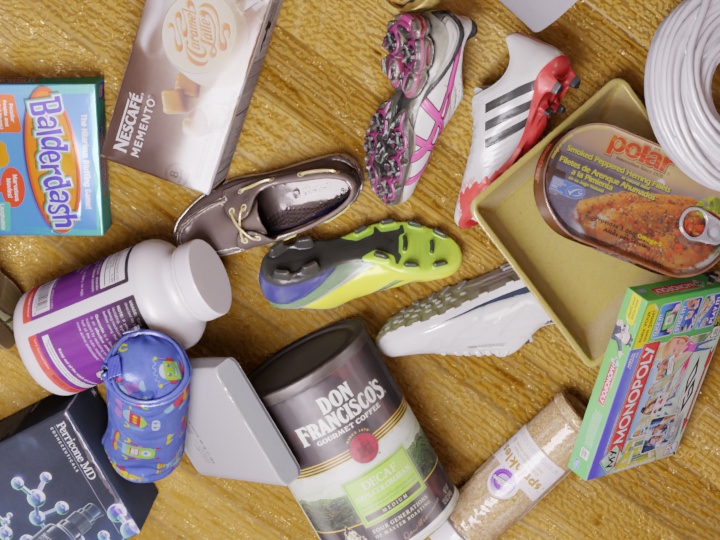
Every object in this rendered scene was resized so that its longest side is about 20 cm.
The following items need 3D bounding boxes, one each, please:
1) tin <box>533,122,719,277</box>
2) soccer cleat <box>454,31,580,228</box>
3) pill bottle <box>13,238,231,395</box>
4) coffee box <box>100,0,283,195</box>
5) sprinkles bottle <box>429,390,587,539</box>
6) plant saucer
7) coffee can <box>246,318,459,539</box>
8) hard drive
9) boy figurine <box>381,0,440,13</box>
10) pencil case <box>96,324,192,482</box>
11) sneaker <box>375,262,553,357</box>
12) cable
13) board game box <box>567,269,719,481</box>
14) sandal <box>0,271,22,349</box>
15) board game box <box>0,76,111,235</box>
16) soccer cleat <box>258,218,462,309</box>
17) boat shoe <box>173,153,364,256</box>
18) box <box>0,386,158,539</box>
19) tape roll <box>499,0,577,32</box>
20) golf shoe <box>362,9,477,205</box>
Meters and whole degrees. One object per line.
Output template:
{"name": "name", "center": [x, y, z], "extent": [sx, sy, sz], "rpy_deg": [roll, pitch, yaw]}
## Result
{"name": "tin", "center": [0.253, -0.065, 1.558], "extent": [0.199, 0.042, 0.112], "rpy_deg": [21, 88, -16]}
{"name": "soccer cleat", "center": [0.132, -0.132, 1.598], "extent": [0.085, 0.069, 0.200], "rpy_deg": [42, 122, 25]}
{"name": "pill bottle", "center": [-0.228, 0.040, 1.624], "extent": [0.199, 0.112, 0.113], "rpy_deg": [-21, 104, 20]}
{"name": "coffee box", "center": [-0.157, -0.187, 1.585], "extent": [0.114, 0.080, 0.201], "rpy_deg": [21, 105, 2]}
{"name": "sprinkles bottle", "center": [0.154, 0.210, 1.687], "extent": [0.068, 0.068, 0.200], "rpy_deg": [42, 103, -8]}
{"name": "plant saucer", "center": [0.223, -0.045, 1.593], "extent": [0.200, 0.048, 0.200], "rpy_deg": [-40, 101, -12]}
{"name": "coffee can", "center": [-0.012, 0.170, 1.646], "extent": [0.146, 0.146, 0.200], "rpy_deg": [-27, 103, 11]}
{"name": "hard drive", "center": [-0.141, 0.145, 1.631], "extent": [0.026, 0.200, 0.132], "rpy_deg": [-36, 103, -26]}
{"name": "boy figurine", "center": [-0.011, -0.303, 1.555], "extent": [0.200, 0.064, 0.124], "rpy_deg": [43, 100, -6]}
{"name": "pencil case", "center": [-0.205, 0.131, 1.594], "extent": [0.086, 0.078, 0.200], "rpy_deg": [5, 150, -5]}
{"name": "sneaker", "center": [0.113, 0.054, 1.645], "extent": [0.199, 0.076, 0.081], "rpy_deg": [-19, 109, 9]}
{"name": "cable", "center": [0.352, -0.167, 1.535], "extent": [0.200, 0.069, 0.200], "rpy_deg": [36, 82, -12]}
{"name": "board game box", "center": [0.279, 0.100, 1.608], "extent": [0.134, 0.029, 0.201], "rpy_deg": [-10, 125, -39]}
{"name": "sandal", "center": [-0.388, 0.001, 1.636], "extent": [0.054, 0.080, 0.200], "rpy_deg": [9, 142, 27]}
{"name": "board game box", "center": [-0.347, -0.112, 1.639], "extent": [0.199, 0.045, 0.153], "rpy_deg": [0, 106, 3]}
{"name": "soccer cleat", "center": [0.000, -0.001, 1.650], "extent": [0.199, 0.065, 0.084], "rpy_deg": [-7, 145, -4]}
{"name": "boat shoe", "center": [-0.093, -0.058, 1.630], "extent": [0.199, 0.060, 0.072], "rpy_deg": [-18, 104, 8]}
{"name": "box", "center": [-0.331, 0.226, 1.702], "extent": [0.199, 0.107, 0.149], "rpy_deg": [-27, 102, 10]}
{"name": "tape roll", "center": [0.196, -0.305, 1.470], "extent": [0.066, 0.200, 0.200], "rpy_deg": [40, 104, -7]}
{"name": "golf shoe", "center": [0.061, -0.149, 1.588], "extent": [0.092, 0.073, 0.201], "rpy_deg": [-9, 129, -31]}
